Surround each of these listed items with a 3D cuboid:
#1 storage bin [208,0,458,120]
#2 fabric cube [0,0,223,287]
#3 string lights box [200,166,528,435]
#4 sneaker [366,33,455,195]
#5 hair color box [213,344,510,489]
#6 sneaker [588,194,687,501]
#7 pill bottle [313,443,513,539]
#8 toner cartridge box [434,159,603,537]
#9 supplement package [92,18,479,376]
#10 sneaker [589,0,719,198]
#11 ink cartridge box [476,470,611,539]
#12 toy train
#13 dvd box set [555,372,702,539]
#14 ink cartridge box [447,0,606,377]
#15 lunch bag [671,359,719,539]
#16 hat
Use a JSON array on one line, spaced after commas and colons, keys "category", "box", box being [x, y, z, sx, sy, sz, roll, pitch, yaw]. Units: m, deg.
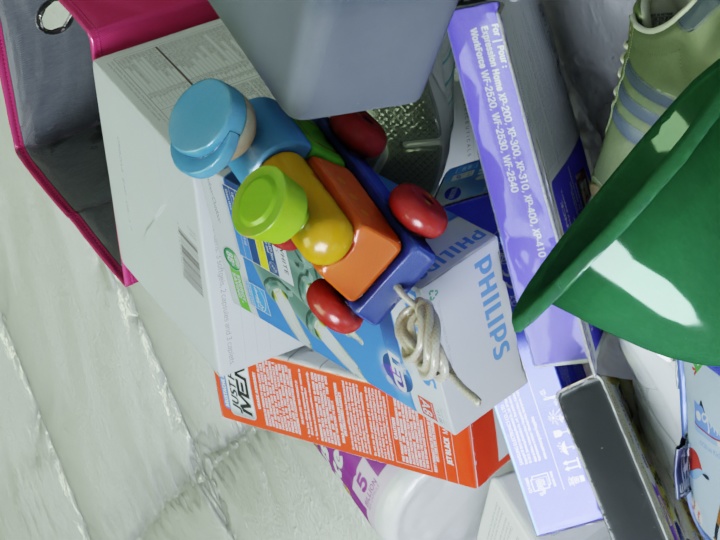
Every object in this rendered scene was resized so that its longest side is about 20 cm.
[{"category": "storage bin", "box": [-0.030, -0.176, 1.516, 0.200, 0.145, 0.135, 55, 143, 38]}, {"category": "fabric cube", "box": [-0.116, -0.144, 1.944, 0.200, 0.199, 0.197, 46, 150, 48]}, {"category": "string lights box", "box": [0.000, 0.000, 1.634, 0.200, 0.059, 0.103, 29, 143, 45]}, {"category": "sneaker", "box": [0.030, -0.123, 1.646, 0.070, 0.080, 0.201, 14, 117, 19]}, {"category": "hair color box", "box": [0.019, 0.062, 1.812, 0.200, 0.111, 0.064, 15, 125, 36]}, {"category": "sneaker", "box": [0.162, 0.045, 1.582, 0.201, 0.075, 0.100, 69, 159, 4]}, {"category": "pill bottle", "box": [0.017, 0.087, 1.945, 0.200, 0.112, 0.113, 53, 154, 38]}, {"category": "toner cartridge box", "box": [0.093, 0.041, 1.681, 0.095, 0.043, 0.201, -64, -43, -73]}, {"category": "supplement package", "box": [-0.036, -0.063, 1.810, 0.151, 0.199, 0.152, 46, 150, 48]}, {"category": "sneaker", "box": [0.162, -0.097, 1.467, 0.090, 0.067, 0.200, 67, 154, 8]}, {"category": "ink cartridge box", "box": [0.150, 0.225, 1.773, 0.200, 0.085, 0.146, 60, 158, 29]}, {"category": "toy train", "box": [-0.016, -0.016, 1.496, 0.116, 0.085, 0.200, 25, -158, -45]}, {"category": "dvd box set", "box": [0.155, 0.129, 1.613, 0.200, 0.029, 0.147, 12, -124, -79]}, {"category": "ink cartridge box", "box": [0.091, -0.054, 1.583, 0.200, 0.043, 0.199, -56, -49, -76]}, {"category": "lunch bag", "box": [0.216, 0.080, 1.371, 0.200, 0.075, 0.161, 36, 138, 53]}, {"category": "hat", "box": [0.183, 0.020, 1.331, 0.176, 0.200, 0.166, 40, 121, -2]}]
